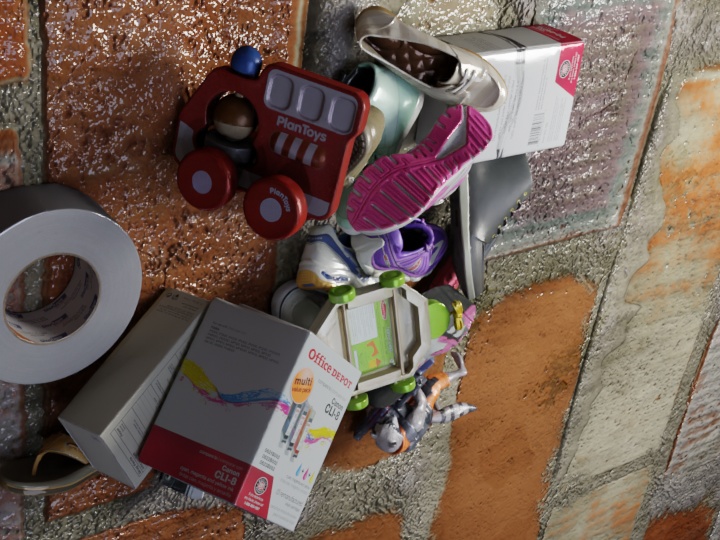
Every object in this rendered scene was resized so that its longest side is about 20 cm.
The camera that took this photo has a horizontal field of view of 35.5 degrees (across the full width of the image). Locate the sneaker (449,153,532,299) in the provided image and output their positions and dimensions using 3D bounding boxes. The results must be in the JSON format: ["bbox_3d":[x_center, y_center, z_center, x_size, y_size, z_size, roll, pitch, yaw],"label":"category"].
[{"bbox_3d":[0.175,-0.064,1.478,0.105,0.075,0.203,-5,103,-9],"label":"sneaker"}]

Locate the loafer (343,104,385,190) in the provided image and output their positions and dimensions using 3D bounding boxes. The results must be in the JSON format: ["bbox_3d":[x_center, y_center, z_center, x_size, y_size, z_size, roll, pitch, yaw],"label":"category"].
[{"bbox_3d":[-0.031,-0.122,1.260,0.067,0.199,0.077,-34,92,-37],"label":"loafer"}]

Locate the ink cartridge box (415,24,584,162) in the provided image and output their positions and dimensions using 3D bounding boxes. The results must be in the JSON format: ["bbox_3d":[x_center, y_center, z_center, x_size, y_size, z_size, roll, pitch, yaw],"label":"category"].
[{"bbox_3d":[0.175,-0.224,1.421,0.198,0.083,0.147,-13,125,-34],"label":"ink cartridge box"}]

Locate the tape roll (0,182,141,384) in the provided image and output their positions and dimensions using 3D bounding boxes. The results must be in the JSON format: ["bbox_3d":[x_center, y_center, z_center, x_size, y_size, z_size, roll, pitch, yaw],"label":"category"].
[{"bbox_3d":[-0.328,0.015,1.156,0.199,0.066,0.202,-22,129,-29],"label":"tape roll"}]

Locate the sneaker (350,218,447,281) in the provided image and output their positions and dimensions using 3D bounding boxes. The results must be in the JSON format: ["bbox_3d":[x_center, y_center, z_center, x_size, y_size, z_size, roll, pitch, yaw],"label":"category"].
[{"bbox_3d":[0.068,-0.030,1.420,0.199,0.083,0.082,-10,82,-61],"label":"sneaker"}]

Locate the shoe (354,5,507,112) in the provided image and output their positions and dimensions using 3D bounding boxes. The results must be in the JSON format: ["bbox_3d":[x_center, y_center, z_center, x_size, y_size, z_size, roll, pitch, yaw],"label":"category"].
[{"bbox_3d":[0.080,-0.231,1.284,0.198,0.054,0.070,26,119,-13],"label":"shoe"}]

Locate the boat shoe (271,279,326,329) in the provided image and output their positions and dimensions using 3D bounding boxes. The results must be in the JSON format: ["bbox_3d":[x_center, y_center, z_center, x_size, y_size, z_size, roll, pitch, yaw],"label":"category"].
[{"bbox_3d":[-0.046,0.096,1.443,0.074,0.086,0.203,-39,137,-14],"label":"boat shoe"}]

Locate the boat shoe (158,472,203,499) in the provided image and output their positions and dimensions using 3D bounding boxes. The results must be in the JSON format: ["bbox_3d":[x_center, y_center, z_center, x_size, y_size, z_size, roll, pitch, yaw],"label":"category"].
[{"bbox_3d":[-0.205,0.193,1.378,0.070,0.072,0.202,13,111,-9],"label":"boat shoe"}]

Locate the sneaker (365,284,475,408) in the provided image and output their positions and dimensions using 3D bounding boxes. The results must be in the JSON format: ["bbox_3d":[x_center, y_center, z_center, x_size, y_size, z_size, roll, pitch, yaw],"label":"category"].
[{"bbox_3d":[0.061,0.096,1.479,0.200,0.086,0.081,-40,94,-16],"label":"sneaker"}]

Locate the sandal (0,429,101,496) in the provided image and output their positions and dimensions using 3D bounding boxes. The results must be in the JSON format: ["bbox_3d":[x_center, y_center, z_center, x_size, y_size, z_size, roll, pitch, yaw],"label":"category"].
[{"bbox_3d":[-0.323,0.207,1.289,0.198,0.080,0.055,-11,109,-38],"label":"sandal"}]

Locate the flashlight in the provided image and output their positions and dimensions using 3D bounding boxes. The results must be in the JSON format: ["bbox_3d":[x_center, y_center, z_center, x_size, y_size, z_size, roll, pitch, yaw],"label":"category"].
[{"bbox_3d":[0.116,0.021,1.549,0.201,0.068,0.068,-55,143,6],"label":"flashlight"}]

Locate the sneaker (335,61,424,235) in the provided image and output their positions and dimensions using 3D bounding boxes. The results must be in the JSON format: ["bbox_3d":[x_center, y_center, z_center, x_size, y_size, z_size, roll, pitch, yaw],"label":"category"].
[{"bbox_3d":[-0.007,-0.147,1.320,0.118,0.073,0.203,15,98,-52],"label":"sneaker"}]

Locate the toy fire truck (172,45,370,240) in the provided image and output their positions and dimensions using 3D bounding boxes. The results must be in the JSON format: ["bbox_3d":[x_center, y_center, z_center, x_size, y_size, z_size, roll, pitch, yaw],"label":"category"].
[{"bbox_3d":[-0.096,-0.139,1.171,0.112,0.198,0.170,-36,146,-62],"label":"toy fire truck"}]

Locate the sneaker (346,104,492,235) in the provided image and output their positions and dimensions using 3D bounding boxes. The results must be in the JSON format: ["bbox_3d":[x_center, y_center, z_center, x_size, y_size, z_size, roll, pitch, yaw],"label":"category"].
[{"bbox_3d":[0.068,-0.102,1.304,0.199,0.082,0.088,-35,166,-14],"label":"sneaker"}]

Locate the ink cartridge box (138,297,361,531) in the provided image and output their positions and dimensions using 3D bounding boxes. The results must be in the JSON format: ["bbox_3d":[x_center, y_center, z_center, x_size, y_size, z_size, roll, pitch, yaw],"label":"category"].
[{"bbox_3d":[-0.119,0.159,1.255,0.145,0.143,0.202,44,66,-56],"label":"ink cartridge box"}]

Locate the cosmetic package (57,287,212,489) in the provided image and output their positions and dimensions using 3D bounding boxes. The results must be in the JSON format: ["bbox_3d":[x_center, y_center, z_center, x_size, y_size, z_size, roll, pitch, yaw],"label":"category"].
[{"bbox_3d":[-0.234,0.129,1.264,0.201,0.072,0.104,-52,142,-30],"label":"cosmetic package"}]

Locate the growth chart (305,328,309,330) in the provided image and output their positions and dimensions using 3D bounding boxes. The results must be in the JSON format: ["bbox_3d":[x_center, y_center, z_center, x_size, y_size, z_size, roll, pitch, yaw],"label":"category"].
[{"bbox_3d":[-0.131,0.152,1.416,0.143,0.018,0.202,6,118,-9],"label":"growth chart"}]

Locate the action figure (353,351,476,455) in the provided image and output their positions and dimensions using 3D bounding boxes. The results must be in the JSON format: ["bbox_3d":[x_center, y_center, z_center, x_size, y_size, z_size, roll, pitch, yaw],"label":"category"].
[{"bbox_3d":[0.088,0.191,1.583,0.193,0.105,0.200,-32,165,-44],"label":"action figure"}]

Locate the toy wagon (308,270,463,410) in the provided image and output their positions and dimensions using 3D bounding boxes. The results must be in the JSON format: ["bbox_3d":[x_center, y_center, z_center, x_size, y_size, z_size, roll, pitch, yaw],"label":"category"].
[{"bbox_3d":[0.034,0.078,1.380,0.198,0.040,0.157,-17,115,-23],"label":"toy wagon"}]

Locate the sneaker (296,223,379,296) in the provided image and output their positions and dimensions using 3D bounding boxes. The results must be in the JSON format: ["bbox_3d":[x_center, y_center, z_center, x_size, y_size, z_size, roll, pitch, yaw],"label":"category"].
[{"bbox_3d":[0.000,0.000,1.423,0.199,0.075,0.089,25,70,-54],"label":"sneaker"}]
